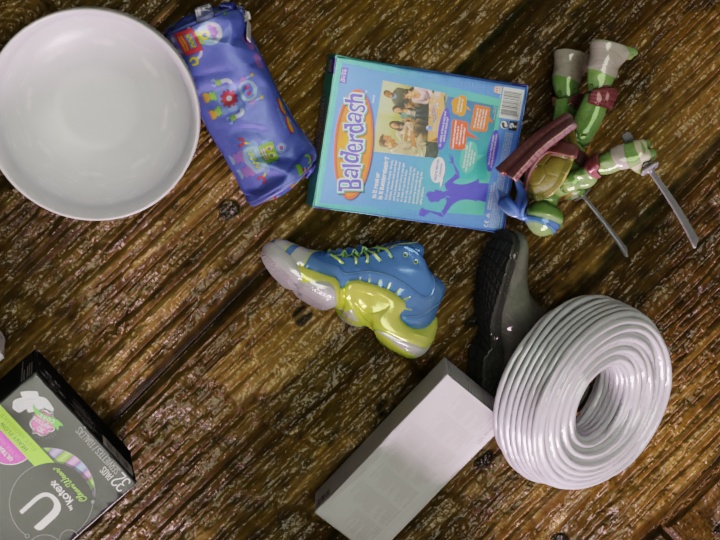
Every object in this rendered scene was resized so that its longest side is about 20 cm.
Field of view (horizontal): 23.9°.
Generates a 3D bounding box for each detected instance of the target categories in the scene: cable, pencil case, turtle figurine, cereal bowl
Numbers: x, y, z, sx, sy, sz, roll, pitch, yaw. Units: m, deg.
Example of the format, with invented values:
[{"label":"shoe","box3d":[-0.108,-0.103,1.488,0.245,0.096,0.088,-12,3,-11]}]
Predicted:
[{"label":"cable","box3d":[0.221,0.124,1.684,0.200,0.069,0.200,-41,132,-21]},{"label":"pencil case","box3d":[-0.112,-0.164,1.630,0.087,0.078,0.200,-23,104,16]},{"label":"turtle figurine","box3d":[0.239,-0.117,1.678,0.200,0.144,0.194,10,83,7]},{"label":"cereal bowl","box3d":[-0.249,-0.150,1.596,0.200,0.083,0.201,-1,102,-3]}]

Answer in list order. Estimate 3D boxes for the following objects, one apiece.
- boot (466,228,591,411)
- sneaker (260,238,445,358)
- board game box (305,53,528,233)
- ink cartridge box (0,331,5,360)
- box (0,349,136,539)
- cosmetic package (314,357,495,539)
[{"label":"boot","box3d":[0.183,0.050,1.727,0.130,0.068,0.200,0,114,-15]},{"label":"sneaker","box3d":[0.000,0.000,1.689,0.200,0.076,0.105,33,79,-21]},{"label":"board game box","box3d":[0.055,-0.125,1.687,0.200,0.045,0.152,8,97,-13]},{"label":"ink cartridge box","box3d":[-0.455,0.075,1.594,0.200,0.086,0.147,-35,103,-3]},{"label":"box","box3d":[-0.336,0.202,1.615,0.200,0.124,0.149,-41,102,-2]},{"label":"cosmetic package","box3d":[0.049,0.188,1.707,0.083,0.051,0.200,40,104,-12]}]
